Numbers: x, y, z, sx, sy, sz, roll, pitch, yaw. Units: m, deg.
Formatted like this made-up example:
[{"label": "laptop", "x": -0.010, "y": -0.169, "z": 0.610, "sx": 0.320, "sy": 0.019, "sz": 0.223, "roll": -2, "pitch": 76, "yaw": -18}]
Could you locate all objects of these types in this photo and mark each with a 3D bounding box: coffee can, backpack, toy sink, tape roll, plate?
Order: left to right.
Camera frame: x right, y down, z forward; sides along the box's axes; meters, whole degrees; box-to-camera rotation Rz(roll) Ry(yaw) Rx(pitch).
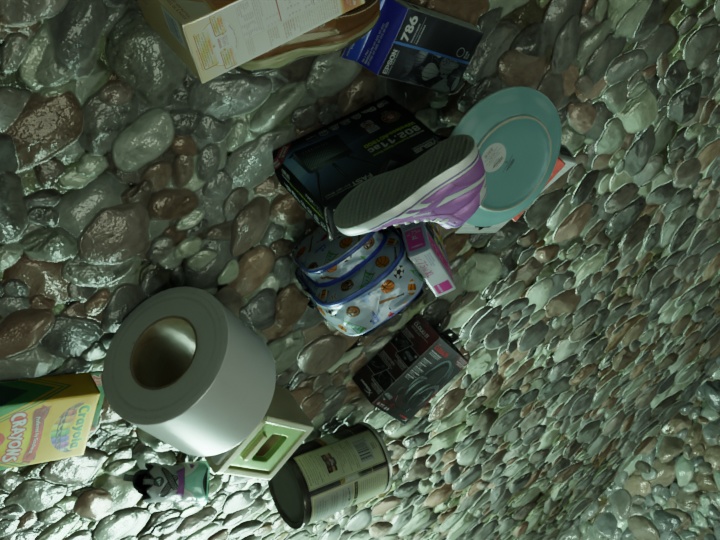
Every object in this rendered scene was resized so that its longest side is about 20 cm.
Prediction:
[{"label": "tape roll", "x": -0.237, "y": 0.142, "z": 1.180, "sx": 0.203, "sy": 0.203, "sz": 0.139, "roll": -40, "pitch": 143, "yaw": -2}, {"label": "toy sink", "x": -0.196, "y": 0.259, "z": 1.401, "sx": 0.130, "sy": 0.112, "sz": 0.200, "roll": -50, "pitch": 142, "yaw": 9}, {"label": "coffee can", "x": -0.059, "y": 0.390, "z": 1.619, "sx": 0.199, "sy": 0.146, "sz": 0.147, "roll": -13, "pitch": 134, "yaw": -32}, {"label": "backpack", "x": 0.000, "y": 0.000, "z": 1.261, "sx": 0.200, "sy": 0.191, "sz": 0.154, "roll": -42, "pitch": 126, "yaw": 0}, {"label": "plate", "x": 0.195, "y": -0.145, "z": 1.129, "sx": 0.199, "sy": 0.026, "sz": 0.201, "roll": -16, "pitch": 126, "yaw": -23}]

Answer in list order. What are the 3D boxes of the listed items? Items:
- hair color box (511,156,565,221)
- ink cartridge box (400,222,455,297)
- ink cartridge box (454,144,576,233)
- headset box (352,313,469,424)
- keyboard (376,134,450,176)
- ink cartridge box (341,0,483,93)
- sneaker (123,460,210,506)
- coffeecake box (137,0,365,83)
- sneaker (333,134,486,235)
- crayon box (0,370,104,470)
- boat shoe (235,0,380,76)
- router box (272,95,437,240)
[{"label": "hair color box", "x": 0.217, "y": -0.161, "z": 1.285, "sx": 0.064, "sy": 0.200, "sz": 0.111, "roll": 36, "pitch": 101, "yaw": -24}, {"label": "ink cartridge box", "x": 0.087, "y": -0.074, "z": 1.261, "sx": 0.042, "sy": 0.201, "sz": 0.119, "roll": -23, "pitch": 143, "yaw": 12}, {"label": "ink cartridge box", "x": 0.258, "y": -0.144, "z": 1.457, "sx": 0.200, "sy": 0.057, "sz": 0.162, "roll": -39, "pitch": 160, "yaw": 31}, {"label": "headset box", "x": 0.105, "y": 0.185, "z": 1.623, "sx": 0.200, "sy": 0.077, "sz": 0.149, "roll": -43, "pitch": 142, "yaw": 4}, {"label": "keyboard", "x": 0.105, "y": -0.125, "z": 1.123, "sx": 0.199, "sy": 0.021, "sz": 0.127, "roll": 5, "pitch": 120, "yaw": -42}, {"label": "ink cartridge box", "x": 0.075, "y": -0.307, "z": 1.155, "sx": 0.199, "sy": 0.039, "sz": 0.100, "roll": 1, "pitch": 126, "yaw": -41}, {"label": "sneaker", "x": -0.324, "y": 0.352, "z": 1.415, "sx": 0.139, "sy": 0.078, "sz": 0.200, "roll": 3, "pitch": 160, "yaw": -7}, {"label": "coffeecake box", "x": -0.121, "y": -0.302, "z": 0.893, "sx": 0.200, "sy": 0.154, "sz": 0.073, "roll": -31, "pitch": 141, "yaw": -15}, {"label": "sneaker", "x": 0.071, "y": -0.075, "z": 1.064, "sx": 0.200, "sy": 0.073, "sz": 0.114, "roll": -26, "pitch": 136, "yaw": 1}, {"label": "crayon box", "x": -0.448, "y": 0.210, "z": 1.184, "sx": 0.199, "sy": 0.051, "sz": 0.127, "roll": -4, "pitch": 128, "yaw": -39}, {"label": "boat shoe", "x": -0.066, "y": -0.300, "z": 1.010, "sx": 0.199, "sy": 0.076, "sz": 0.074, "roll": -28, "pitch": 137, "yaw": -19}, {"label": "router box", "x": 0.001, "y": -0.145, "z": 1.153, "sx": 0.199, "sy": 0.150, "sz": 0.062, "roll": -30, "pitch": 139, "yaw": -16}]
